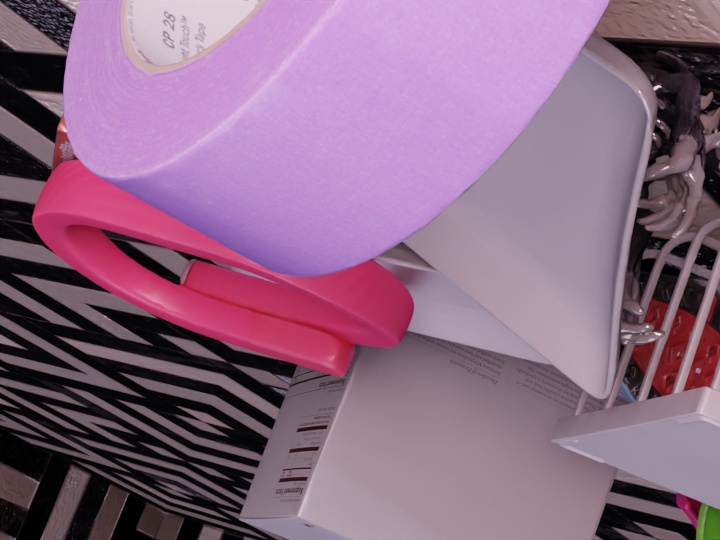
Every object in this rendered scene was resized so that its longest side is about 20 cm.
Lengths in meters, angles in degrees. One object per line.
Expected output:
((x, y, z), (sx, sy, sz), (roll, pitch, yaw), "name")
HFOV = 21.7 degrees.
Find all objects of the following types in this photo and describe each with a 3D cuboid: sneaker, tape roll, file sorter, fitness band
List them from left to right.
((-0.068, -0.002, 0.925), (0.199, 0.038, 0.144), (15, 161, 25), "fitness band")
((-0.003, -0.102, 0.534), (0.065, 0.201, 0.200), (28, 165, -29), "tape roll")
((0.144, 0.027, 1.103), (0.199, 0.080, 0.095), (33, 176, -16), "sneaker")
((0.207, 0.048, 0.938), (0.138, 0.125, 0.200), (23, 167, -9), "file sorter")

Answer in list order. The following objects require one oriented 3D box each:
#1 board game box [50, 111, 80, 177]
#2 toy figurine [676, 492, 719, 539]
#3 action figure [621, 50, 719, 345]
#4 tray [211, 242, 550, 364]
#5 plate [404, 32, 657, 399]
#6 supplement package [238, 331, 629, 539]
((-0.135, -0.091, 0.978), (0.019, 0.104, 0.200), (23, 166, -6), "board game box")
((0.276, 0.128, 1.178), (0.184, 0.199, 0.151), (-134, 20, -77), "toy figurine")
((0.136, -0.031, 0.797), (0.199, 0.103, 0.119), (17, 152, 16), "action figure")
((0.000, 0.000, 0.936), (0.199, 0.022, 0.107), (12, 161, 35), "tray")
((0.043, -0.065, 0.764), (0.200, 0.032, 0.200), (41, 154, 26), "plate")
((0.055, 0.103, 1.218), (0.190, 0.201, 0.147), (25, 165, -14), "supplement package")
